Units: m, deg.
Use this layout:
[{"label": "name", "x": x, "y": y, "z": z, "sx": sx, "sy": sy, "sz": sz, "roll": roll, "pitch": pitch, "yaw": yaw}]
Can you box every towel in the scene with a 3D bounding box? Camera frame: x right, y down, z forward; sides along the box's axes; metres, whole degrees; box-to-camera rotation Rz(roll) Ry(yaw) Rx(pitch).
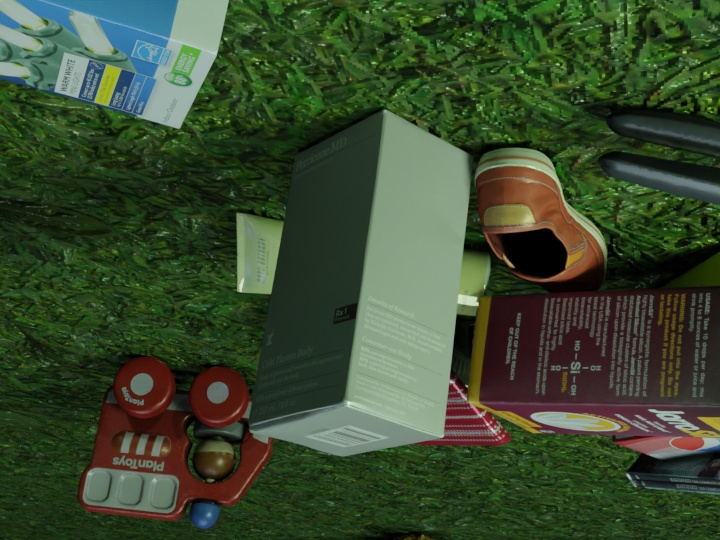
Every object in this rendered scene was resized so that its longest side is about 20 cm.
[{"label": "towel", "x": 0.027, "y": 0.084, "z": 1.096, "sx": 0.144, "sy": 0.023, "sz": 0.200, "roll": -8, "pitch": 130, "yaw": 51}]

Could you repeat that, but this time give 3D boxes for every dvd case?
[{"label": "dvd case", "x": 0.331, "y": 0.131, "z": 1.045, "sx": 0.022, "sy": 0.146, "sz": 0.200, "roll": 54, "pitch": 153, "yaw": -15}]

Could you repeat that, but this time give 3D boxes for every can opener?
[{"label": "can opener", "x": 0.240, "y": -0.057, "z": 0.738, "sx": 0.199, "sy": 0.064, "sz": 0.079, "roll": 7, "pitch": 159, "yaw": 2}]

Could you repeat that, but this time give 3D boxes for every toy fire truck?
[{"label": "toy fire truck", "x": -0.198, "y": 0.195, "z": 1.375, "sx": 0.199, "sy": 0.169, "sz": 0.112, "roll": 7, "pitch": 159, "yaw": 2}]

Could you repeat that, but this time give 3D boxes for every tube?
[{"label": "tube", "x": 0.000, "y": 0.000, "z": 0.979, "sx": 0.199, "sy": 0.058, "sz": 0.052, "roll": 8, "pitch": 175, "yaw": 4}]

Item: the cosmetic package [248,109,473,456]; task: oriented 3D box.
[{"label": "cosmetic package", "x": 0.002, "y": 0.010, "z": 0.807, "sx": 0.090, "sy": 0.201, "sz": 0.107, "roll": 21, "pitch": 153, "yaw": -34}]

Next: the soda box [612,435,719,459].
[{"label": "soda box", "x": 0.297, "y": 0.103, "z": 0.990, "sx": 0.070, "sy": 0.064, "sz": 0.200, "roll": 22, "pitch": 155, "yaw": -33}]

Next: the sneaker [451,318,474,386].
[{"label": "sneaker", "x": 0.138, "y": 0.075, "z": 1.109, "sx": 0.199, "sy": 0.067, "sz": 0.091, "roll": 25, "pitch": 138, "yaw": -18}]

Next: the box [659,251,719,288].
[{"label": "box", "x": 0.290, "y": 0.044, "z": 0.996, "sx": 0.121, "sy": 0.048, "sz": 0.200, "roll": 14, "pitch": 157, "yaw": -15}]

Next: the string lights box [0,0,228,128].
[{"label": "string lights box", "x": -0.177, "y": -0.146, "z": 0.664, "sx": 0.199, "sy": 0.059, "sz": 0.103, "roll": 14, "pitch": 159, "yaw": -15}]

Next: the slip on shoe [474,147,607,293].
[{"label": "slip on shoe", "x": 0.126, "y": -0.017, "z": 0.881, "sx": 0.074, "sy": 0.061, "sz": 0.200, "roll": -3, "pitch": 157, "yaw": 22}]

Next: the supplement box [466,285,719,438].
[{"label": "supplement box", "x": 0.193, "y": 0.070, "z": 0.915, "sx": 0.199, "sy": 0.086, "sz": 0.110, "roll": -3, "pitch": 160, "yaw": 36}]

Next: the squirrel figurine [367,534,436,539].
[{"label": "squirrel figurine", "x": 0.068, "y": 0.515, "z": 2.179, "sx": 0.186, "sy": 0.142, "sz": 0.200, "roll": 7, "pitch": 147, "yaw": 31}]
